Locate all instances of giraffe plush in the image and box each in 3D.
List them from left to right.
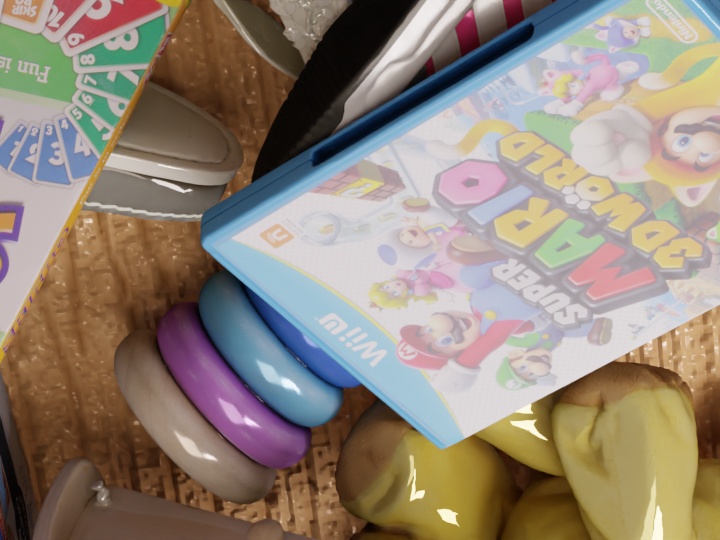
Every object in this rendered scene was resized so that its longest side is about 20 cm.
[{"bbox_3d":[0.105,0.109,1.134,0.200,0.162,0.173,42,110,21],"label":"giraffe plush"}]

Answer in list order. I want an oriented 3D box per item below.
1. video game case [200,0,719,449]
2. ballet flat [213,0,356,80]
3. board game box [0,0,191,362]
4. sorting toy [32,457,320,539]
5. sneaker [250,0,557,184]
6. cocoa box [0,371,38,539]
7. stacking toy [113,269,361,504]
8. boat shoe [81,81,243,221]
[{"bbox_3d":[0.064,-0.020,0.991,0.200,0.018,0.143,-29,128,26],"label":"video game case"},{"bbox_3d":[-0.038,-0.126,1.048,0.072,0.072,0.200,-31,114,13],"label":"ballet flat"},{"bbox_3d":[-0.144,-0.044,1.025,0.096,0.030,0.200,27,87,2],"label":"board game box"},{"bbox_3d":[-0.038,0.186,1.095,0.200,0.107,0.180,11,132,33],"label":"sorting toy"},{"bbox_3d":[0.062,-0.072,1.008,0.121,0.084,0.200,36,114,-17],"label":"sneaker"},{"bbox_3d":[-0.240,0.095,1.113,0.200,0.131,0.133,-9,117,2],"label":"cocoa box"},{"bbox_3d":[0.000,0.000,1.115,0.200,0.085,0.085,-41,112,9],"label":"stacking toy"},{"bbox_3d":[-0.147,-0.050,1.080,0.202,0.072,0.060,13,116,-2],"label":"boat shoe"}]
